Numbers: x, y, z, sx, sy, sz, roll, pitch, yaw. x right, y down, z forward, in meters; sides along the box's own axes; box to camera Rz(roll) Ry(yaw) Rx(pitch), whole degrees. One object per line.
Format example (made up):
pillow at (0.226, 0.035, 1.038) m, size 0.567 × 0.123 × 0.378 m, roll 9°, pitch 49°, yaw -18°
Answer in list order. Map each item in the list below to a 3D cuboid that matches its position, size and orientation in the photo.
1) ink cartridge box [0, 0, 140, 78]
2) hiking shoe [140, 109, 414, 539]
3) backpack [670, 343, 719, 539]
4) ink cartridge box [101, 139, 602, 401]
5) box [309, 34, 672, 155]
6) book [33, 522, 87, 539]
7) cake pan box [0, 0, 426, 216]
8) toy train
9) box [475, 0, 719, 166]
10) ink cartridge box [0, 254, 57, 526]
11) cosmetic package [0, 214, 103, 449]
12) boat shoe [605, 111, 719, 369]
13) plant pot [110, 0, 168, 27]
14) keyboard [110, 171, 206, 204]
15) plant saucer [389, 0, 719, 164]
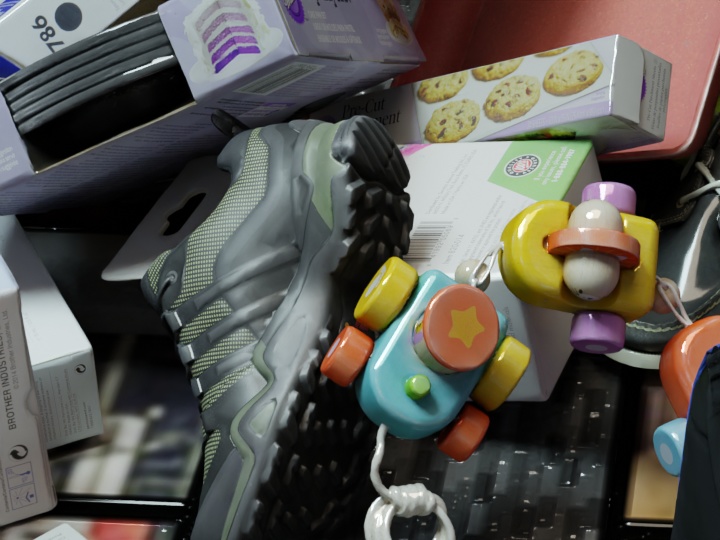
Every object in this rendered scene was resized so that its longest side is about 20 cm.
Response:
ink cartridge box at (-0.125, -0.137, 1.330) m, size 0.200 × 0.039 × 0.099 m, roll -39°, pitch 15°, yaw -14°
hiking shoe at (-0.044, 0.032, 1.184) m, size 0.101 × 0.076 × 0.200 m, roll 7°, pitch 75°, yaw 34°
backpack at (0.217, 0.115, 1.001) m, size 0.168 × 0.163 × 0.200 m, roll -14°, pitch 34°, yaw -19°
ink cartridge box at (0.000, 0.000, 1.270) m, size 0.200 × 0.067 × 0.117 m, roll 0°, pitch 32°, yaw 25°
box at (0.055, -0.067, 1.318) m, size 0.200 × 0.039 × 0.042 m, roll -9°, pitch 66°, yaw 46°
book at (-0.113, 0.178, 1.057) m, size 0.133 × 0.048 × 0.200 m, roll -26°, pitch 38°, yaw -25°
cake pan box at (-0.085, -0.079, 1.285) m, size 0.184 × 0.052 × 0.200 m, roll -25°, pitch -4°, yaw 18°
toy train at (0.088, 0.042, 1.140) m, size 0.200 × 0.150 × 0.056 m, roll -16°, pitch -9°, yaw -21°
box at (0.147, -0.119, 1.462) m, size 0.122 × 0.048 × 0.200 m, roll -30°, pitch 42°, yaw -32°
ink cartridge box at (-0.229, 0.072, 1.160) m, size 0.200 × 0.119 × 0.042 m, roll -18°, pitch 39°, yaw -18°
cosmetic package at (-0.217, 0.024, 1.292) m, size 0.151 × 0.052 × 0.200 m, roll -14°, pitch 34°, yaw -16°
boat shoe at (0.163, -0.028, 1.307) m, size 0.072 × 0.068 × 0.200 m, roll 18°, pitch 44°, yaw 29°
plant pot at (-0.103, -0.190, 1.473) m, size 0.134 × 0.200 × 0.200 m, roll 34°, pitch 43°, yaw 6°
keyboard at (-0.071, -0.096, 1.482) m, size 0.127 × 0.021 × 0.200 m, roll -10°, pitch 34°, yaw 4°
plant saucer at (0.112, -0.127, 1.381) m, size 0.199 × 0.037 × 0.200 m, roll -3°, pitch 59°, yaw 43°
